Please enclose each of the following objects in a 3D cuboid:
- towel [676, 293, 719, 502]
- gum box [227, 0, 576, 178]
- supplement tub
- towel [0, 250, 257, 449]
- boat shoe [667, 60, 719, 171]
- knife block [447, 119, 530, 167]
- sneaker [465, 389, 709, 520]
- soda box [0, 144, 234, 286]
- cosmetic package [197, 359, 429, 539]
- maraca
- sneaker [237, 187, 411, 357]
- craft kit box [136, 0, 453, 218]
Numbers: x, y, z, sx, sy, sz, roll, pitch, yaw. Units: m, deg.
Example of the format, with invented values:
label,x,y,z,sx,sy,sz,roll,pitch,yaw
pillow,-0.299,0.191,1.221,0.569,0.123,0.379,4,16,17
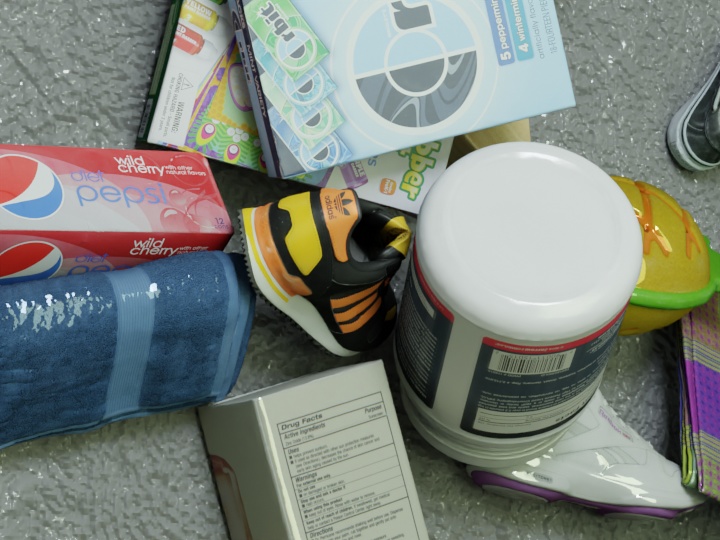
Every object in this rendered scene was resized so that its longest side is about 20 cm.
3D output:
label,x,y,z,sx,sy,sz,roll,pitch,yaw
towel,0.282,0.098,1.562,0.143,0.023,0.201,26,48,-31
gum box,0.021,-0.163,1.343,0.199,0.045,0.171,-15,98,-14
supplement tub,0.095,0.026,1.360,0.140,0.200,0.141,3,58,-4
towel,-0.157,0.048,1.275,0.199,0.112,0.049,-10,43,-31
boat shoe,0.311,-0.150,1.632,0.072,0.071,0.200,46,61,-18
knife block,0.025,-0.145,1.451,0.175,0.064,0.201,0,82,-32
sneaker,0.168,0.120,1.492,0.199,0.075,0.100,16,75,-30
soda box,-0.181,-0.030,1.284,0.199,0.063,0.070,0,52,-33
cosmetic package,-0.021,0.167,1.354,0.103,0.087,0.201,-14,91,-32
maraca,0.194,-0.010,1.507,0.199,0.137,0.107,0,122,-41
sneaker,0.000,0.000,1.346,0.200,0.090,0.070,35,40,-62
craft kit box,-0.024,-0.153,1.376,0.197,0.048,0.201,14,90,-18
